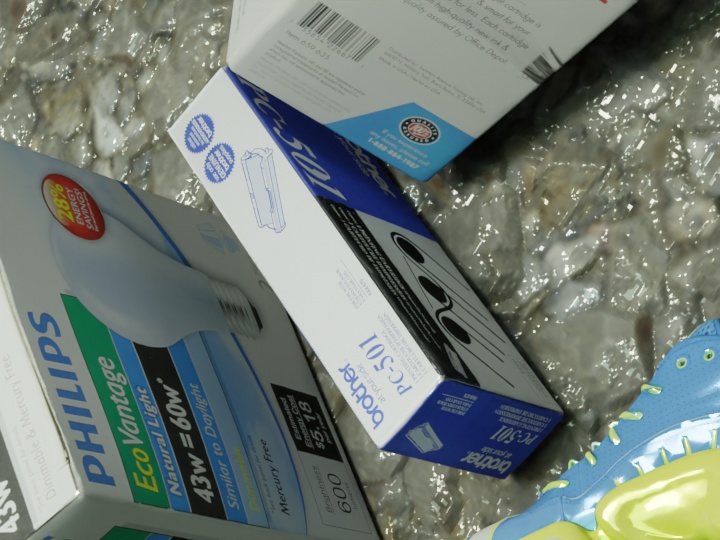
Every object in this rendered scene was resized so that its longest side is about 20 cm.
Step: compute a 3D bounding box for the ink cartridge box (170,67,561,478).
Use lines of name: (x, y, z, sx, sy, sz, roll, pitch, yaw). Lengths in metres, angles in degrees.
ink cartridge box: (0.000, 0.000, 0.929, 0.044, 0.094, 0.200, -48, 53, 18)

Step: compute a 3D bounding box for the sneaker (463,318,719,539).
sneaker: (0.123, 0.082, 0.842, 0.199, 0.076, 0.106, -14, 57, 28)

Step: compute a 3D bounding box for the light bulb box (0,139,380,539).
light bulb box: (-0.124, 0.066, 0.951, 0.125, 0.199, 0.199, -39, 57, 24)

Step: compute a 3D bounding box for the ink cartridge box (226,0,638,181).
ink cartridge box: (0.046, -0.138, 0.894, 0.200, 0.115, 0.067, -40, 32, 38)
